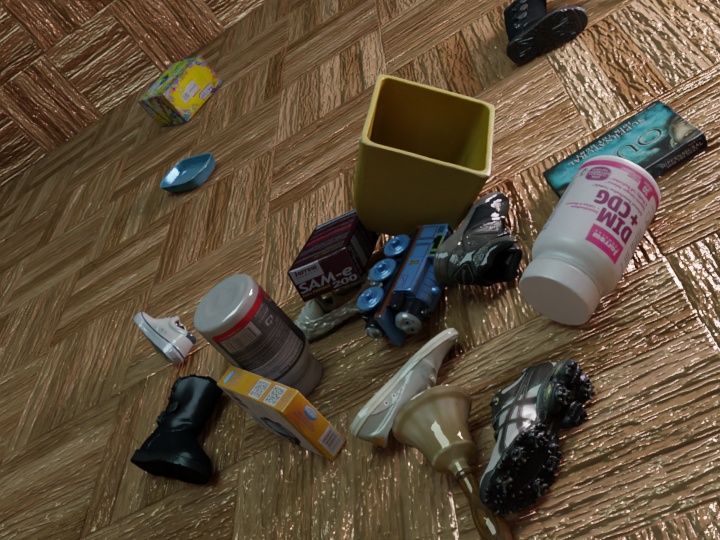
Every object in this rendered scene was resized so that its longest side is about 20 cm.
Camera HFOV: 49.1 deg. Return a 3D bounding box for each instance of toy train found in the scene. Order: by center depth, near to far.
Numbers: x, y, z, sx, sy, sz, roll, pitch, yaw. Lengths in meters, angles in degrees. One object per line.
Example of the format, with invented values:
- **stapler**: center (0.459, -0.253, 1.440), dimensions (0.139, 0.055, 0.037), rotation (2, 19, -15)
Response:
- **toy train**: center (0.075, 0.018, 1.172), dimensions (0.114, 0.087, 0.200), rotation (-4, 45, 39)

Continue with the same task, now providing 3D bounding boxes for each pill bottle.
- **pill bottle**: center (0.286, -0.038, 0.991), dimensions (0.113, 0.113, 0.200), rotation (5, 53, 49)
- **pill bottle**: center (-0.146, 0.108, 1.179), dimensions (0.110, 0.200, 0.111), rotation (-26, 34, 19)

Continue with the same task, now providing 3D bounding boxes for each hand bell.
- **hand bell**: center (0.120, 0.234, 0.874), dimensions (0.104, 0.104, 0.200), rotation (-36, 44, 6)

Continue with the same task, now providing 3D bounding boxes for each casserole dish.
- **casserole dish**: center (-0.466, -0.261, 2.145), dimensions (0.200, 0.039, 0.121), rotation (-4, 46, 45)

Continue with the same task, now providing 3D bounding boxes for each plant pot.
- **plant pot**: center (0.088, -0.157, 1.256), dimensions (0.195, 0.200, 0.195), rotation (14, 45, -1)

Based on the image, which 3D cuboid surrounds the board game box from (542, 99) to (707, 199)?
- **board game box**: center (0.374, -0.158, 1.134), dimensions (0.200, 0.028, 0.135), rotation (-33, 31, 10)

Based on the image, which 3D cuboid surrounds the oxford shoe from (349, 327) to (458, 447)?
- **oxford shoe**: center (0.069, 0.155, 1.036), dimensions (0.058, 0.075, 0.200), rotation (38, 66, 16)

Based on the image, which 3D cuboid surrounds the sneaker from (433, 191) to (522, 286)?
- **sneaker**: center (0.196, -0.042, 1.139), dimensions (0.114, 0.076, 0.199), rotation (13, 39, 27)

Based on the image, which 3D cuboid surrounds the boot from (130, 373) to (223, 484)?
- **boot**: center (-0.270, 0.245, 1.254), dimensions (0.200, 0.076, 0.168), rotation (-10, 46, 49)

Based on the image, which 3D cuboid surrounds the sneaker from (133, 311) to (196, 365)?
- **sneaker**: center (-0.379, 0.123, 1.546), dimensions (0.071, 0.073, 0.200), rotation (-40, 39, -19)

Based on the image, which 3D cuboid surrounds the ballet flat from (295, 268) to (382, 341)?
- **ballet flat**: center (-0.041, 0.050, 1.274), dimensions (0.200, 0.072, 0.072), rotation (-27, 33, 21)

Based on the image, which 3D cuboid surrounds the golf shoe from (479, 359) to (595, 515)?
- **golf shoe**: center (0.178, 0.182, 0.873), dimensions (0.094, 0.078, 0.200), rotation (-1, 38, 51)

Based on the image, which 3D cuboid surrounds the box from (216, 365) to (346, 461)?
- **box**: center (-0.120, 0.197, 1.117), dimensions (0.200, 0.119, 0.042), rotation (12, 57, 52)

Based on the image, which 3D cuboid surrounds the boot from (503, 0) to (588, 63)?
- **boot**: center (0.363, -0.505, 1.563), dimensions (0.164, 0.066, 0.200), rotation (-20, 32, 26)

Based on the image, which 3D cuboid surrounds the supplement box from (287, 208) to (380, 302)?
- **supplement box**: center (-0.038, -0.033, 1.289), dimensions (0.109, 0.061, 0.200), rotation (-22, 18, 20)

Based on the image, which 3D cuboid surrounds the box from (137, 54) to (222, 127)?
- **box**: center (-0.607, -0.601, 2.647), dimensions (0.192, 0.122, 0.200), rotation (5, 53, 49)

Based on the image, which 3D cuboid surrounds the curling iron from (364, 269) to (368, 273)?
- **curling iron**: center (0.000, 0.000, 1.329), dimensions (0.200, 0.026, 0.050), rotation (11, 58, 52)
